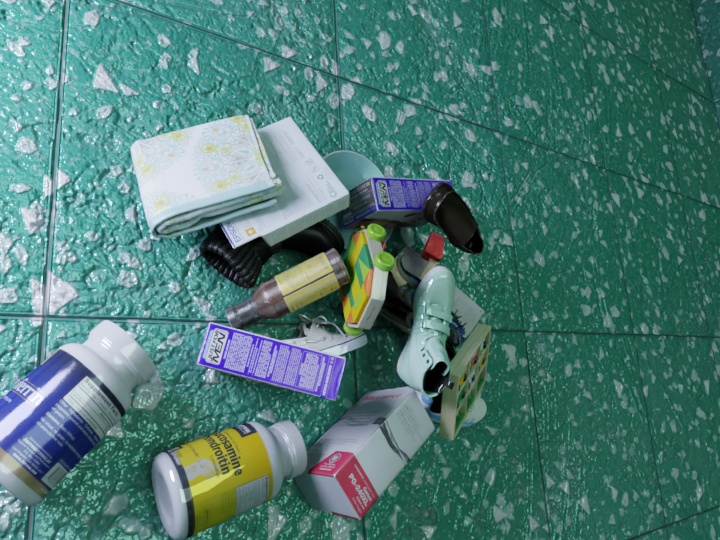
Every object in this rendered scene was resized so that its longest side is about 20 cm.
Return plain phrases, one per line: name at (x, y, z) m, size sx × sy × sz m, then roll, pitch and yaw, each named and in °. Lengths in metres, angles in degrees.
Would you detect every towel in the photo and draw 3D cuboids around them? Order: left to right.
towel at (-0.227, -0.144, 0.806) m, size 0.197 × 0.049 × 0.173 m, roll -18°, pitch 57°, yaw -14°

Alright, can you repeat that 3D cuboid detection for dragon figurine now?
dragon figurine at (0.121, 0.044, 0.948) m, size 0.098 × 0.059 × 0.203 m, roll -24°, pitch 107°, yaw -15°

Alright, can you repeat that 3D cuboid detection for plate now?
plate at (-0.015, -0.130, 1.044) m, size 0.197 × 0.025 × 0.205 m, roll 11°, pitch 71°, yaw -35°

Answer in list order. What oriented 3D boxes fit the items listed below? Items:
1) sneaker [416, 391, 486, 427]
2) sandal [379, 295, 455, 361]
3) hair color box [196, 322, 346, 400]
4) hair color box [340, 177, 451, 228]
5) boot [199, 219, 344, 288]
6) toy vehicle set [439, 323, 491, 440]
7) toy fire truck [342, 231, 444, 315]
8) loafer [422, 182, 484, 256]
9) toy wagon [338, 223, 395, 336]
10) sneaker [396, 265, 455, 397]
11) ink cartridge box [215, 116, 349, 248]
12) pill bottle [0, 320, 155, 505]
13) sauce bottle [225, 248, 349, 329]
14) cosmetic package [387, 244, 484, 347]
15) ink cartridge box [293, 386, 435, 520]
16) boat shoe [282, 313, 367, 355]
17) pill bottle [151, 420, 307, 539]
sneaker at (0.180, 0.262, 1.053) m, size 0.197 × 0.072 × 0.073 m, roll 16°, pitch 67°, yaw -34°
sandal at (0.105, 0.122, 1.047) m, size 0.199 × 0.058 × 0.080 m, roll 35°, pitch 21°, yaw -5°
hair color box at (-0.122, 0.134, 0.785) m, size 0.196 × 0.109 × 0.066 m, roll 16°, pitch 77°, yaw 1°
hair color box at (0.070, -0.123, 1.011) m, size 0.197 × 0.109 × 0.066 m, roll -3°, pitch 79°, yaw -37°
boot at (-0.139, -0.034, 0.886) m, size 0.209 × 0.079 × 0.160 m, roll 29°, pitch 56°, yaw -11°
toy vehicle set at (0.191, 0.194, 0.979) m, size 0.199 × 0.026 × 0.127 m, roll -35°, pitch 130°, yaw -56°
toy fire truck at (0.062, 0.012, 0.990) m, size 0.139 × 0.049 × 0.203 m, roll 21°, pitch 77°, yaw 0°
loafer at (0.178, -0.088, 0.976) m, size 0.073 × 0.071 × 0.199 m, roll -52°, pitch 142°, yaw 3°
toy wagon at (0.000, 0.000, 0.887) m, size 0.039 × 0.157 × 0.202 m, roll 9°, pitch 39°, yaw -20°
sneaker at (0.126, 0.100, 0.865) m, size 0.072 × 0.118 × 0.204 m, roll 14°, pitch 96°, yaw -20°
ink cartridge box at (-0.148, -0.135, 0.853) m, size 0.198 × 0.044 × 0.197 m, roll -27°, pitch 63°, yaw -17°
pill bottle at (-0.354, 0.163, 0.659) m, size 0.116 × 0.115 × 0.201 m, roll 50°, pitch 54°, yaw -14°
sauce bottle at (-0.115, 0.033, 0.855) m, size 0.197 × 0.065 × 0.066 m, roll -25°, pitch 92°, yaw -6°
cosmetic package at (0.136, 0.048, 1.050) m, size 0.199 × 0.051 × 0.083 m, roll 42°, pitch 57°, yaw 6°
ink cartridge box at (0.005, 0.284, 0.870) m, size 0.199 × 0.144 × 0.084 m, roll -37°, pitch 98°, yaw -37°
boat shoe at (-0.082, 0.111, 0.906) m, size 0.199 × 0.074 × 0.088 m, roll -12°, pitch 82°, yaw -28°
pill bottle at (-0.178, 0.279, 0.759) m, size 0.197 × 0.111 × 0.114 m, roll -11°, pitch 84°, yaw -38°
